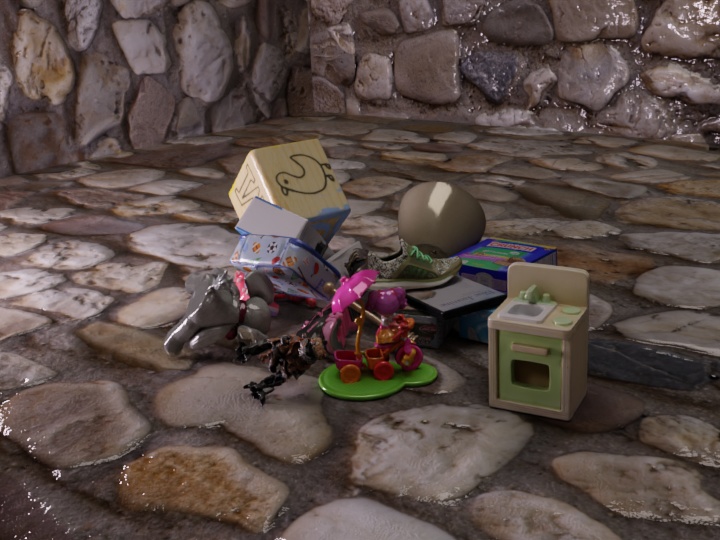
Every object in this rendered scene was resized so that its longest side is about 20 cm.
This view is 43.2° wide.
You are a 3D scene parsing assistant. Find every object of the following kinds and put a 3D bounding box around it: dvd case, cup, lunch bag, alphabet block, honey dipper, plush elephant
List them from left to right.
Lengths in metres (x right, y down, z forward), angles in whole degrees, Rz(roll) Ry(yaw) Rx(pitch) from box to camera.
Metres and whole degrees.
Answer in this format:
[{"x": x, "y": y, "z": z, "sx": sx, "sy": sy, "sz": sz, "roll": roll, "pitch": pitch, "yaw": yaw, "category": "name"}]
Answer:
[{"x": -0.230, "y": 0.078, "z": 1.629, "sx": 0.199, "sy": 0.154, "sz": 0.167, "roll": -29, "pitch": 39, "yaw": 45, "category": "plush elephant"}, {"x": -0.142, "y": -0.004, "z": 1.717, "sx": 0.198, "sy": 0.077, "sz": 0.160, "roll": 9, "pitch": -20, "yaw": 41, "category": "lunch bag"}, {"x": -0.167, "y": -0.159, "z": 2.111, "sx": 0.193, "sy": 0.202, "sz": 0.197, "roll": -15, "pitch": -20, "yaw": -34, "category": "alphabet block"}, {"x": 0.015, "y": 0.078, "z": 1.612, "sx": 0.199, "sy": 0.038, "sz": 0.038, "roll": 34, "pitch": 32, "yaw": 18, "category": "honey dipper"}, {"x": 0.163, "y": -0.069, "z": 1.969, "sx": 0.197, "sy": 0.202, "sz": 0.144, "roll": 4, "pitch": 44, "yaw": 19, "category": "cup"}, {"x": 0.154, "y": 0.043, "z": 1.658, "sx": 0.141, "sy": 0.018, "sz": 0.199, "roll": -13, "pitch": 19, "yaw": -26, "category": "dvd case"}]

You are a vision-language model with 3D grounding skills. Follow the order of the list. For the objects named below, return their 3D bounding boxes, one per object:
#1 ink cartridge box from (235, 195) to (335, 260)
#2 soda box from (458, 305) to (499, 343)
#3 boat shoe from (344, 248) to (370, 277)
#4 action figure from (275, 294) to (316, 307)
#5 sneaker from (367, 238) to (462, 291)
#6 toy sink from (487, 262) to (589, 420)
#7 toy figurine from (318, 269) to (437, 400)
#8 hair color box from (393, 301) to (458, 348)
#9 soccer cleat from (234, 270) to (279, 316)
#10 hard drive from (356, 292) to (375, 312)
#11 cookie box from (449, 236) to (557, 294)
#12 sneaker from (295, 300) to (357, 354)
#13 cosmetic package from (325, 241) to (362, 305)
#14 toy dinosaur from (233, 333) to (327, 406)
[{"x": -0.147, "y": -0.053, "z": 1.881, "sx": 0.143, "sy": 0.085, "sz": 0.200, "roll": 25, "pitch": -13, "yaw": 26, "category": "ink cartridge box"}, {"x": 0.273, "y": 0.097, "z": 1.602, "sx": 0.198, "sy": 0.065, "sz": 0.067, "roll": 10, "pitch": 23, "yaw": 36, "category": "soda box"}, {"x": 0.000, "y": 0.000, "z": 1.785, "sx": 0.073, "sy": 0.075, "sz": 0.200, "roll": 40, "pitch": 8, "yaw": 4, "category": "boat shoe"}, {"x": -0.156, "y": 0.035, "z": 1.885, "sx": 0.065, "sy": 0.052, "sz": 0.199, "roll": -22, "pitch": 30, "yaw": -34, "category": "action figure"}, {"x": 0.097, "y": -0.015, "z": 1.675, "sx": 0.197, "sy": 0.090, "sz": 0.077, "roll": -12, "pitch": 17, "yaw": -18, "category": "sneaker"}, {"x": 0.266, "y": 0.104, "z": 1.362, "sx": 0.128, "sy": 0.203, "sz": 0.112, "roll": 7, "pitch": 20, "yaw": 27, "category": "toy sink"}, {"x": 0.026, "y": 0.091, "z": 1.465, "sx": 0.196, "sy": 0.187, "sz": 0.150, "roll": -3, "pitch": 18, "yaw": -3, "category": "toy figurine"}, {"x": 0.124, "y": 0.076, "z": 1.695, "sx": 0.097, "sy": 0.062, "sz": 0.200, "roll": 3, "pitch": 20, "yaw": 20, "category": "hair color box"}, {"x": -0.220, "y": 0.051, "z": 1.847, "sx": 0.076, "sy": 0.068, "sz": 0.200, "roll": 23, "pitch": 3, "yaw": -21, "category": "soccer cleat"}, {"x": 0.072, "y": 0.040, "z": 1.868, "sx": 0.130, "sy": 0.027, "sz": 0.199, "roll": 6, "pitch": 21, "yaw": 28, "category": "hard drive"}, {"x": 0.289, "y": -0.002, "z": 1.881, "sx": 0.169, "sy": 0.077, "sz": 0.199, "roll": 11, "pitch": 22, "yaw": 38, "category": "cookie box"}, {"x": -0.063, "y": 0.095, "z": 1.667, "sx": 0.094, "sy": 0.080, "sz": 0.200, "roll": -10, "pitch": 14, "yaw": 18, "category": "sneaker"}, {"x": -0.033, "y": 0.005, "z": 1.860, "sx": 0.050, "sy": 0.083, "sz": 0.200, "roll": -25, "pitch": 4, "yaw": 21, "category": "cosmetic package"}, {"x": -0.124, "y": 0.146, "z": 1.461, "sx": 0.134, "sy": 0.103, "sz": 0.200, "roll": -23, "pitch": -17, "yaw": -27, "category": "toy dinosaur"}]
